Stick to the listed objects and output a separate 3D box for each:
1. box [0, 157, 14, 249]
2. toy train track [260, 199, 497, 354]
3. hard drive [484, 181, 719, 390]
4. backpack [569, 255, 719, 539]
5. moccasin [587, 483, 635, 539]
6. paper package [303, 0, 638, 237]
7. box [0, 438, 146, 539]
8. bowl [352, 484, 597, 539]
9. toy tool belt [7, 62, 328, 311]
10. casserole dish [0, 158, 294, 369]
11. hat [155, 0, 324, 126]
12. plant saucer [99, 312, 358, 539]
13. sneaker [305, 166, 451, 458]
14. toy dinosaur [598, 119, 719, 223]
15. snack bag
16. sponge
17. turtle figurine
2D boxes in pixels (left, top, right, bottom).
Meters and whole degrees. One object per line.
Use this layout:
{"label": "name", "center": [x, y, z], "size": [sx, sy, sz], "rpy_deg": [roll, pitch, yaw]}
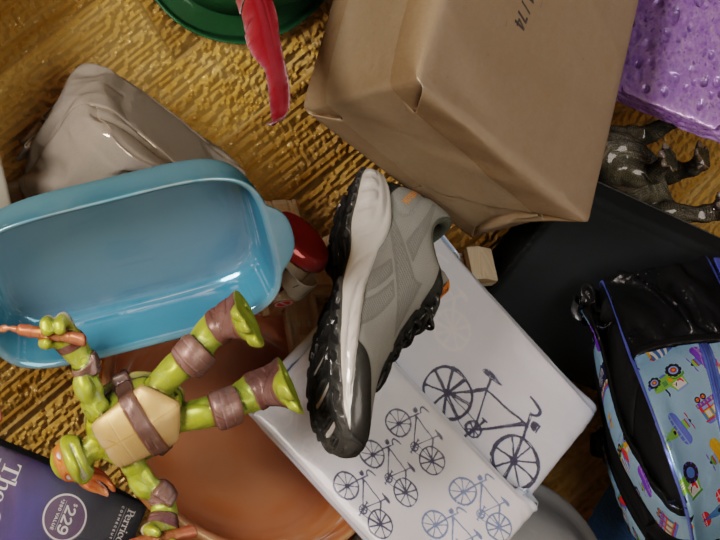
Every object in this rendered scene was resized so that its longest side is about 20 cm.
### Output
{"label": "box", "center": [-0.271, -0.105, 1.471], "size": [0.077, 0.095, 0.201], "rpy_deg": [-18, 107, -26]}
{"label": "toy train track", "center": [0.000, 0.000, 1.633], "size": [0.199, 0.033, 0.115], "rpy_deg": [-3, 70, -23]}
{"label": "hard drive", "center": [0.178, 0.019, 1.729], "size": [0.199, 0.033, 0.140], "rpy_deg": [22, 121, -29]}
{"label": "backpack", "center": [0.229, 0.112, 1.663], "size": [0.134, 0.201, 0.183], "rpy_deg": [-14, 132, -2]}
{"label": "moccasin", "center": [0.241, 0.157, 1.794], "size": [0.200, 0.080, 0.068], "rpy_deg": [-39, 143, -20]}
{"label": "paper package", "center": [0.078, -0.152, 1.604], "size": [0.190, 0.103, 0.201], "rpy_deg": [35, 60, -38]}
{"label": "box", "center": [-0.239, 0.206, 1.543], "size": [0.141, 0.079, 0.201], "rpy_deg": [25, 85, -32]}
{"label": "bowl", "center": [0.084, 0.241, 1.685], "size": [0.200, 0.090, 0.203], "rpy_deg": [-2, 101, -11]}
{"label": "toy tool belt", "center": [-0.132, -0.026, 1.557], "size": [0.200, 0.125, 0.123], "rpy_deg": [36, 114, -21]}
{"label": "casserole dish", "center": [-0.139, -0.008, 1.462], "size": [0.199, 0.039, 0.122], "rpy_deg": [-15, 134, -2]}
{"label": "hat", "center": [-0.037, -0.210, 1.533], "size": [0.165, 0.176, 0.201], "rpy_deg": [-15, 104, -25]}
{"label": "plant saucer", "center": [-0.078, 0.099, 1.587], "size": [0.199, 0.037, 0.201], "rpy_deg": [17, 51, -22]}
{"label": "sneaker", "center": [0.014, 0.026, 1.548], "size": [0.079, 0.074, 0.201], "rpy_deg": [17, 56, -9]}
{"label": "toy dinosaur", "center": [0.191, -0.058, 1.741], "size": [0.200, 0.102, 0.077], "rpy_deg": [37, 45, -43]}
{"label": "snack bag", "center": [0.047, 0.090, 1.603], "size": [0.189, 0.021, 0.200], "rpy_deg": [47, 60, -6]}
{"label": "sponge", "center": [0.225, -0.153, 1.689], "size": [0.112, 0.199, 0.030], "rpy_deg": [-59, 155, -10]}
{"label": "turtle figurine", "center": [-0.118, 0.093, 1.480], "size": [0.161, 0.064, 0.201], "rpy_deg": [-28, 99, 3]}
